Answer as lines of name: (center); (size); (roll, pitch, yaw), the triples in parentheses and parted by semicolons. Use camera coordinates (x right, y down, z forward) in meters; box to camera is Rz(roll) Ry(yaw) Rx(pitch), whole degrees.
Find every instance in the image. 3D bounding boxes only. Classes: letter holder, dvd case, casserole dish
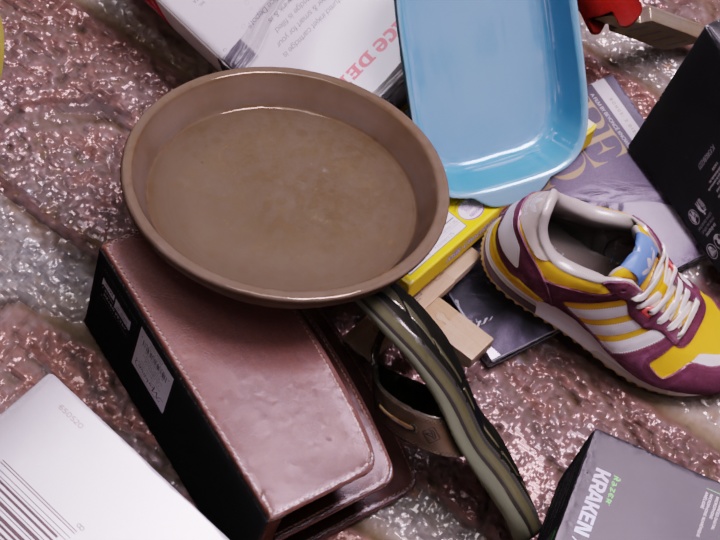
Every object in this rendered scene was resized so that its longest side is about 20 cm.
letter holder: (-0.056, 0.060, 1.356); (0.142, 0.101, 0.200); (-25, 70, -24)
dvd case: (0.129, -0.037, 1.490); (0.200, 0.016, 0.149); (-25, 69, -22)
casserole dish: (0.079, -0.139, 1.407); (0.121, 0.201, 0.039); (-16, 23, -15)

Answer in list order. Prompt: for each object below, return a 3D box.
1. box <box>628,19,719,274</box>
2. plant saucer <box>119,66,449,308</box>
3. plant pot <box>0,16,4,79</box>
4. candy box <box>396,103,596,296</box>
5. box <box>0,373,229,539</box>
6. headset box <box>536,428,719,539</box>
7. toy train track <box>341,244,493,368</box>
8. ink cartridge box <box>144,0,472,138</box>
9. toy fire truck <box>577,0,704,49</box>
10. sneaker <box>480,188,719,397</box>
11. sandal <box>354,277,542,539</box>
box: (0.310, -0.107, 1.480); (0.200, 0.149, 0.124); (-24, 69, -28)
plant saucer: (-0.046, -0.047, 1.342); (0.199, 0.030, 0.200); (5, 46, -5)
plant pot: (-0.307, -0.139, 1.376); (0.142, 0.200, 0.201); (8, 58, -38)
candy box: (0.057, -0.068, 1.460); (0.102, 0.026, 0.200); (37, 55, 20)
box: (-0.178, 0.206, 1.235); (0.200, 0.131, 0.199); (42, 63, 11)
headset box: (0.192, 0.221, 1.322); (0.200, 0.093, 0.174); (24, 61, 1)
toy train track: (0.000, 0.000, 1.436); (0.200, 0.033, 0.115); (38, 58, 17)
ink cartridge box: (-0.041, -0.183, 1.472); (0.200, 0.083, 0.145); (44, 85, 11)
toy fire truck: (0.134, -0.204, 1.522); (0.129, 0.176, 0.200); (-46, 120, -28)
sneaker: (0.176, 0.016, 1.412); (0.200, 0.090, 0.075); (26, 64, -13)
sandal: (0.042, 0.087, 1.350); (0.057, 0.080, 0.201); (-30, 98, 9)
